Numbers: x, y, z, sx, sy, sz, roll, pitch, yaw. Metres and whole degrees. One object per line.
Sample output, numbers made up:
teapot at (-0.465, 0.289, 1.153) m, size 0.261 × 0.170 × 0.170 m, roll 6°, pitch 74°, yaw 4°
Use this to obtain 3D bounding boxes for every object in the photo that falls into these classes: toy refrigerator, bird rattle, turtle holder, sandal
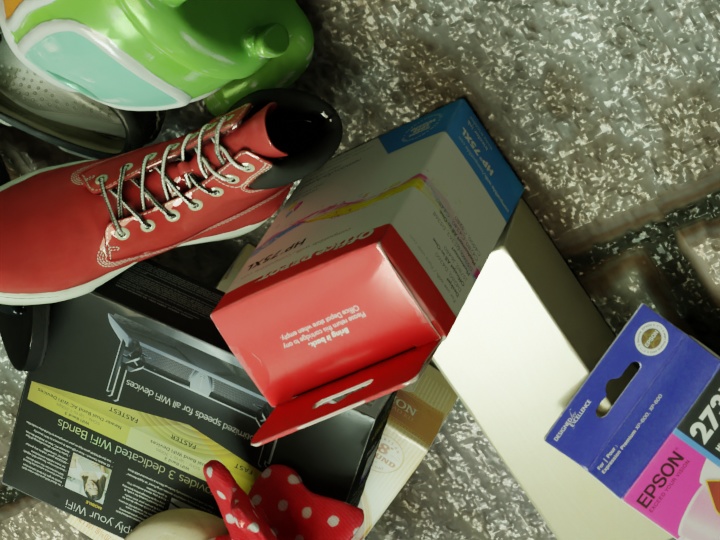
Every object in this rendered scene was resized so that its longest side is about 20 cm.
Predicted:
toy refrigerator at (0.108, 0.064, 1.632) m, size 0.076 × 0.070 × 0.200 m, roll -28°, pitch 109°, yaw 25°
bird rattle at (-0.079, 0.194, 1.610) m, size 0.163 × 0.113 × 0.201 m, roll 9°, pitch 123°, yaw 38°
turtle holder at (-0.108, -0.152, 1.548) m, size 0.131 × 0.185 × 0.142 m, roll -25°, pitch 77°, yaw 31°
sandal at (-0.217, -0.021, 1.634) m, size 0.045 × 0.200 × 0.075 m, roll -5°, pitch 141°, yaw -27°

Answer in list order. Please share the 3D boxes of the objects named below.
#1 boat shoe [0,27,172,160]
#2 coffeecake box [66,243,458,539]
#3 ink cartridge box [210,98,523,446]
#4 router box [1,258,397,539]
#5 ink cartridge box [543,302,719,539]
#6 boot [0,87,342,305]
boat shoe at (-0.202, -0.123, 1.633) m, size 0.199 × 0.060 × 0.076 m, roll 20°, pitch 126°, yaw 7°
coffeecake box at (-0.058, 0.108, 1.717) m, size 0.153 × 0.073 × 0.200 m, roll 34°, pitch 126°, yaw -1°
ink cartridge box at (0.000, 0.000, 1.548) m, size 0.116 × 0.200 × 0.067 m, roll -24°, pitch 110°, yaw 31°
router box at (-0.092, 0.089, 1.640) m, size 0.199 × 0.052 × 0.158 m, roll 24°, pitch 126°, yaw 7°
ink cartridge box at (0.206, 0.112, 1.597) m, size 0.200 × 0.037 × 0.095 m, roll 35°, pitch 93°, yaw -15°
boot at (-0.112, -0.045, 1.539) m, size 0.144 × 0.199 × 0.073 m, roll -35°, pitch 75°, yaw 63°
